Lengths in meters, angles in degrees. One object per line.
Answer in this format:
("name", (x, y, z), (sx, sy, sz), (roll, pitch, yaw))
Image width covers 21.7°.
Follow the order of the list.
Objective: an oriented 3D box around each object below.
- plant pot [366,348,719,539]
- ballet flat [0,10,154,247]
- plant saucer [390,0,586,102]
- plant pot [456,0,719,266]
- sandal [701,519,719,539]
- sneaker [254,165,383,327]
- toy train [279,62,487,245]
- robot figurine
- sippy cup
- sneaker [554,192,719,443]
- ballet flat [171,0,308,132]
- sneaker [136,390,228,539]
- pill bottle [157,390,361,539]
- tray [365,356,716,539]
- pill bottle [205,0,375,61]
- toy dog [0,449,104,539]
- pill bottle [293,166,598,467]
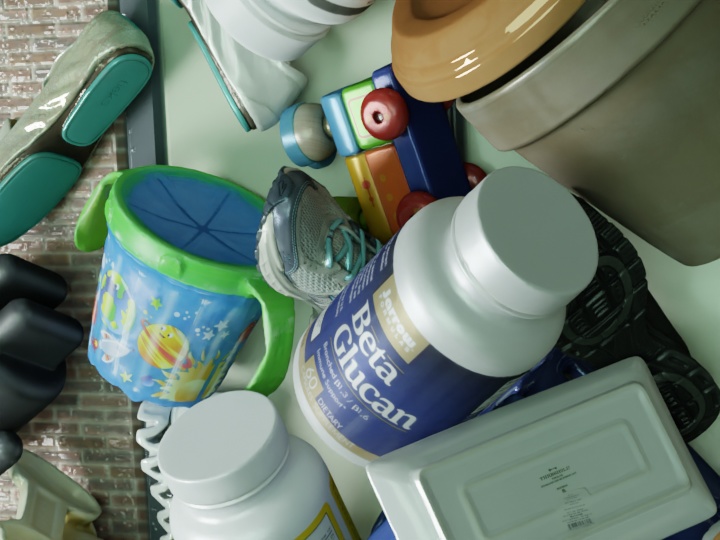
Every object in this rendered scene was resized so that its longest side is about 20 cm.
("plant pot", (0.117, 0.184, 1.197), (0.200, 0.180, 0.200), (46, 108, 8))
("ballet flat", (-0.220, -0.102, 1.341), (0.200, 0.067, 0.063), (-46, 55, 15))
("plant saucer", (0.087, -0.192, 1.151), (0.200, 0.201, 0.037), (-40, 117, 19))
("plant pot", (0.187, -0.105, 1.143), (0.200, 0.200, 0.174), (-41, 100, 19))
("sandal", (0.292, 0.162, 1.132), (0.059, 0.205, 0.080), (-10, 96, 56))
("sneaker", (0.000, 0.000, 1.215), (0.085, 0.200, 0.078), (6, 61, 27))
("toy train", (0.024, -0.034, 1.259), (0.115, 0.084, 0.202), (-13, 101, 35))
("robot figurine", (-0.291, 0.076, 1.349), (0.200, 0.151, 0.125), (-39, 106, 18))
("sippy cup", (-0.125, 0.018, 1.287), (0.138, 0.178, 0.131), (13, 117, -19))
("sneaker", (0.151, 0.025, 1.178), (0.076, 0.091, 0.201), (-31, 120, 5))
("ballet flat", (-0.102, -0.191, 1.286), (0.069, 0.069, 0.201), (-33, 91, 19))
("sneaker", (-0.102, 0.182, 1.329), (0.080, 0.075, 0.202), (-10, 94, 10))
("pill bottle", (-0.059, 0.182, 1.249), (0.111, 0.113, 0.201), (-10, 124, 19))
("tray", (0.110, 0.124, 1.083), (0.108, 0.198, 0.022), (65, 155, 14))
("pill bottle", (-0.011, -0.232, 1.196), (0.200, 0.114, 0.114), (-40, 84, 36))
("toy dog", (-0.253, 0.262, 1.369), (0.193, 0.140, 0.200), (33, 108, -27))
("pill bottle", (0.050, 0.027, 1.093), (0.111, 0.111, 0.200), (50, 136, 6))
